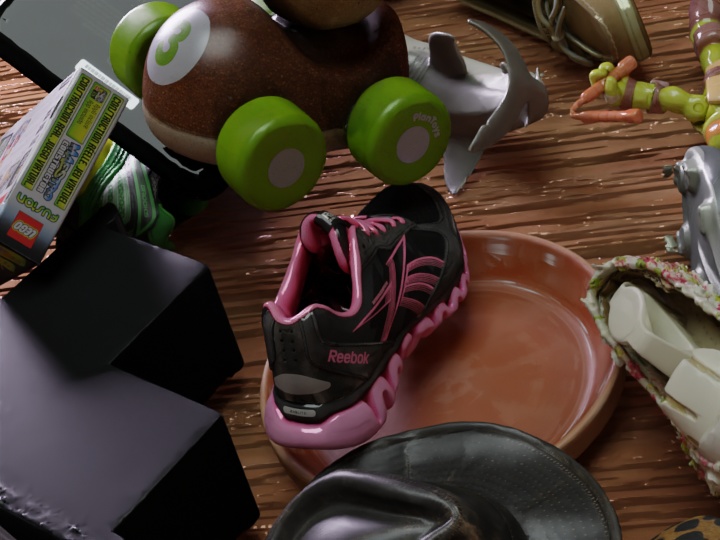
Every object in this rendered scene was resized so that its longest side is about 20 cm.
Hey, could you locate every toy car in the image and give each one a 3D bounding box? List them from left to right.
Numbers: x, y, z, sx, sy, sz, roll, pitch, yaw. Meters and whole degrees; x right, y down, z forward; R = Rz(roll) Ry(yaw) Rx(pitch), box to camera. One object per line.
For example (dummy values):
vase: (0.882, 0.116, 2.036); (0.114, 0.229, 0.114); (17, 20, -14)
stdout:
toy car: (-0.039, -0.163, 0.913); (0.156, 0.202, 0.164); (-12, 35, -30)

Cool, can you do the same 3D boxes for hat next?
hat: (0.014, 0.132, 0.762); (0.199, 0.081, 0.202); (-17, 48, 19)

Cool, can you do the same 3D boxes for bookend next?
bookend: (-0.119, 0.080, 0.902); (0.197, 0.093, 0.200); (18, 50, 35)

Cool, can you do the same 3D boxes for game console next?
game console: (-0.111, -0.139, 1.115); (0.199, 0.117, 0.176); (35, 74, 18)

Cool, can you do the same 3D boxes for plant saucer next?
plant saucer: (0.044, 0.056, 0.910); (0.198, 0.033, 0.201); (-11, 40, 9)

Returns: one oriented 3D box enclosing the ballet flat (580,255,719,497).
ballet flat: (0.155, 0.051, 0.784); (0.076, 0.063, 0.200); (-59, 27, 11)

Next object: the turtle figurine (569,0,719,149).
turtle figurine: (0.230, -0.106, 0.994); (0.198, 0.065, 0.162); (3, 38, 20)

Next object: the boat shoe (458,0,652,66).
boat shoe: (0.120, -0.174, 1.117); (0.063, 0.074, 0.201); (-33, 38, -6)

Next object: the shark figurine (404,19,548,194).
shark figurine: (0.070, -0.089, 1.024); (0.214, 0.127, 0.090); (26, 95, 66)

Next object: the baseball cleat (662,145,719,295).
baseball cleat: (0.225, 0.006, 0.879); (0.105, 0.070, 0.201); (-5, 44, -4)

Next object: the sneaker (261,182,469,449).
sneaker: (0.000, 0.000, 0.889); (0.078, 0.096, 0.201); (-2, 34, 23)

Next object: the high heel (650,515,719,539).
high heel: (0.177, 0.167, 0.689); (0.141, 0.072, 0.201); (-10, 26, 6)

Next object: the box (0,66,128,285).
box: (-0.204, -0.046, 1.022); (0.111, 0.035, 0.200); (-64, 18, -17)

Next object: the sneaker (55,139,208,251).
sneaker: (-0.125, -0.072, 1.109); (0.084, 0.079, 0.201); (13, 46, 8)

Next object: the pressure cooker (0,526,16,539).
pressure cooker: (-0.215, 0.170, 0.732); (0.174, 0.200, 0.180); (4, 57, 29)
